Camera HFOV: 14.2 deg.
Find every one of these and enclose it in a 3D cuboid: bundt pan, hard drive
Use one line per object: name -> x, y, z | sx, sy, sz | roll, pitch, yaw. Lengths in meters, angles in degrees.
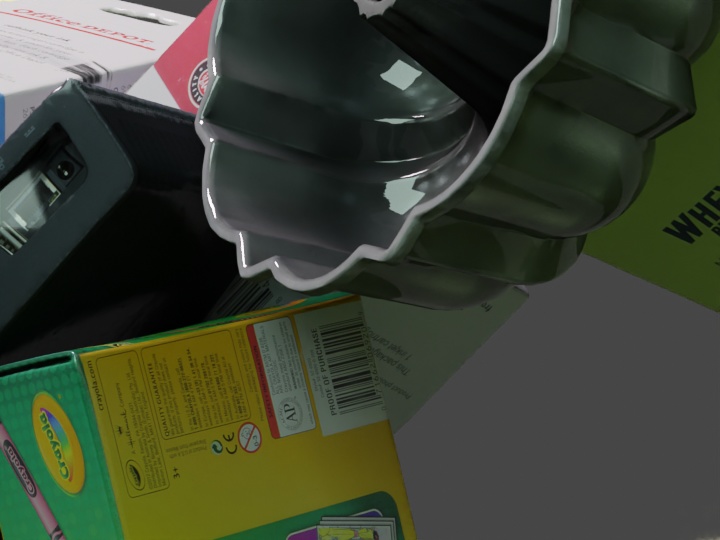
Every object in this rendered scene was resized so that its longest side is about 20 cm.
bundt pan -> 0.037, -0.076, 0.854 | 0.202, 0.076, 0.202 | -37, 41, 42
hard drive -> -0.116, 0.031, 0.924 | 0.200, 0.135, 0.042 | -48, 68, 13

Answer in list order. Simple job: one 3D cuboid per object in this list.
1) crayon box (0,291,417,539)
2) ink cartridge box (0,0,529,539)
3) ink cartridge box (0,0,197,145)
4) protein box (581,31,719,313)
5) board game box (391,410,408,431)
crayon box -> -0.037, 0.115, 0.883 | 0.058, 0.119, 0.200 | -14, 88, 46
ink cartridge box -> -0.061, 0.021, 1.029 | 0.200, 0.083, 0.146 | -46, 46, 13
ink cartridge box -> -0.141, -0.059, 1.146 | 0.116, 0.068, 0.200 | 17, 21, 34
protein box -> 0.172, -0.088, 0.922 | 0.199, 0.200, 0.135 | -45, 37, 34
board game box -> 0.000, 0.000, 1.077 | 0.158, 0.039, 0.200 | 35, 93, 47
